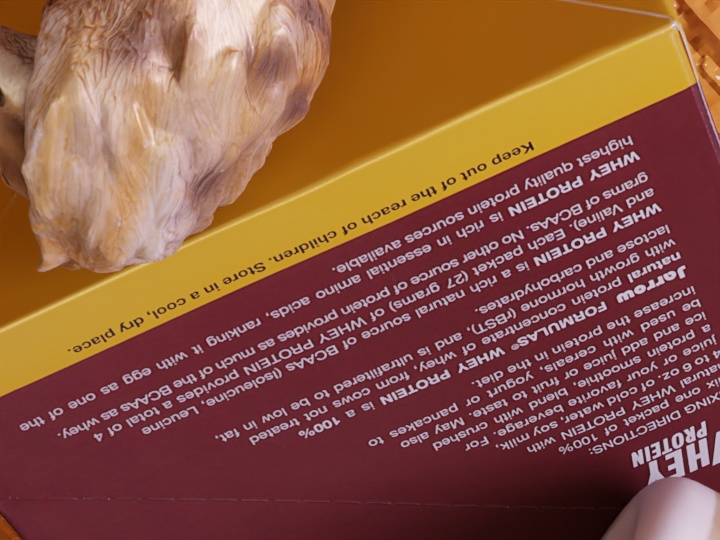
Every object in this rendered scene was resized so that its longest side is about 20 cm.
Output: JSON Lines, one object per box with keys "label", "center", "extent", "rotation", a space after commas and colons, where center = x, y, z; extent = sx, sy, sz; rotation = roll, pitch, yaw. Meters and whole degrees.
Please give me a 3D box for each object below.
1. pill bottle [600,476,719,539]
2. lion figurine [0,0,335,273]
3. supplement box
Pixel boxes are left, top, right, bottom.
{"label": "pill bottle", "center": [0.132, 0.146, 0.596], "extent": [0.199, 0.116, 0.116], "rotation": [29, 113, 2]}
{"label": "lion figurine", "center": [-0.014, -0.093, 0.538], "extent": [0.072, 0.200, 0.123], "rotation": [26, 140, 17]}
{"label": "supplement box", "center": [0.000, 0.000, 0.647], "extent": [0.196, 0.133, 0.200], "rotation": [-24, 136, 6]}
